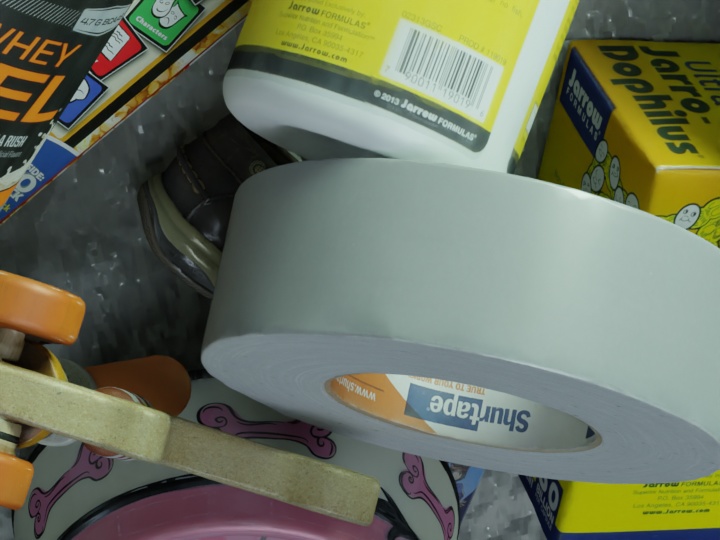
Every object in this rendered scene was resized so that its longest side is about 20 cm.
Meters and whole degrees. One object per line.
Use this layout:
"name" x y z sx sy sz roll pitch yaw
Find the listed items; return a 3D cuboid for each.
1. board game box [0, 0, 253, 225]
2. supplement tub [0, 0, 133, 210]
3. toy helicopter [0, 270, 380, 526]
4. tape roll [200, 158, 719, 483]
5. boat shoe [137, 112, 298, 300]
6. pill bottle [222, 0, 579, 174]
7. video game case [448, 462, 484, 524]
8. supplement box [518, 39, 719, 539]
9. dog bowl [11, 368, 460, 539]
"board game box" -0.132 -0.118 0.891 0.200 0.046 0.152 -38 126 10
"supplement tub" -0.143 -0.099 0.795 0.122 0.123 0.200 23 114 -30
"toy helicopter" -0.088 0.063 0.903 0.199 0.132 0.079 19 82 -20
"tape roll" 0.044 0.023 0.877 0.199 0.200 0.067 20 73 -28
"boat shoe" 0.000 0.000 1.000 0.199 0.075 0.073 29 111 -33
"pill bottle" 0.033 -0.132 0.860 0.112 0.112 0.201 24 84 -30
"video game case" -0.057 0.135 1.108 0.199 0.023 0.183 9 120 -22
"supplement box" 0.136 0.013 1.030 0.109 0.109 0.201 0 123 -18
"dog bowl" -0.053 0.136 1.019 0.199 0.074 0.201 -2 135 -2
